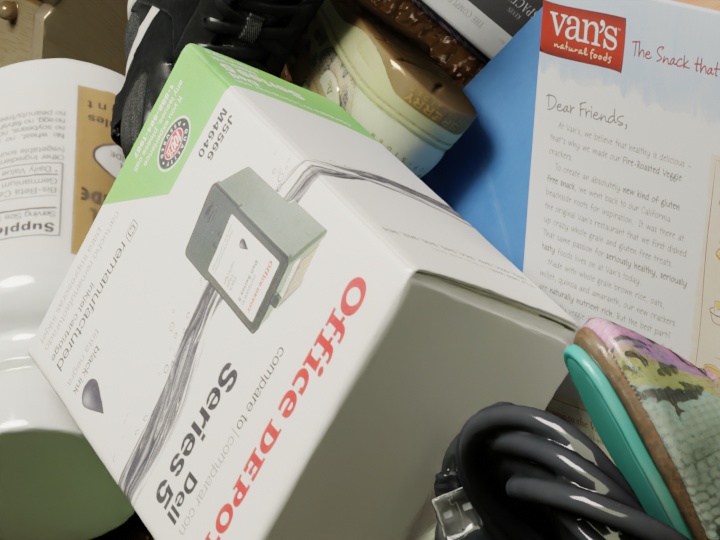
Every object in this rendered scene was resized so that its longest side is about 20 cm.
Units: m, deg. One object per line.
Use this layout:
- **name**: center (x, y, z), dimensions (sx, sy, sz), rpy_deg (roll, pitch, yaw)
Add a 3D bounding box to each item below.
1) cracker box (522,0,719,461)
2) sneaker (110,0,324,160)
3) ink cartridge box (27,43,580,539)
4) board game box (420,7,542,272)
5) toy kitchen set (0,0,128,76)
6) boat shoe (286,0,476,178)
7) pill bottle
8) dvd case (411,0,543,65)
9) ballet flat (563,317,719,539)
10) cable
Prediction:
- **cracker box**: center (0.121, 0.004, 0.783), dimensions (0.133, 0.057, 0.202), rpy_deg (22, 116, 45)
- **sneaker**: center (-0.043, -0.098, 0.948), dimensions (0.200, 0.073, 0.113), rpy_deg (-38, 42, 56)
- **ink cartridge box**: center (-0.029, 0.027, 0.847), dimensions (0.146, 0.084, 0.200), rpy_deg (-61, 37, 12)
- **board game box**: center (0.068, -0.023, 0.937), dimensions (0.200, 0.039, 0.159), rpy_deg (-45, 31, 23)
- **toy kitchen set**: center (-0.236, -0.111, 1.139), dimensions (0.200, 0.181, 0.163), rpy_deg (-50, 42, -11)
- **boat shoe**: center (-0.007, -0.085, 1.005), dimensions (0.063, 0.073, 0.200), rpy_deg (-54, 19, 10)
- **pill bottle**: center (-0.138, 0.014, 1.015), dimensions (0.114, 0.114, 0.201), rpy_deg (-22, 47, 22)
- **dvd case**: center (0.109, -0.183, 1.050), dimensions (0.200, 0.025, 0.150), rpy_deg (-43, 42, 0)
- **ballet flat**: center (0.129, 0.095, 0.714), dimensions (0.071, 0.201, 0.069), rpy_deg (-24, 11, -3)
- **cable**: center (0.085, 0.132, 0.705), dimensions (0.050, 0.201, 0.163), rpy_deg (-21, -2, -18)
